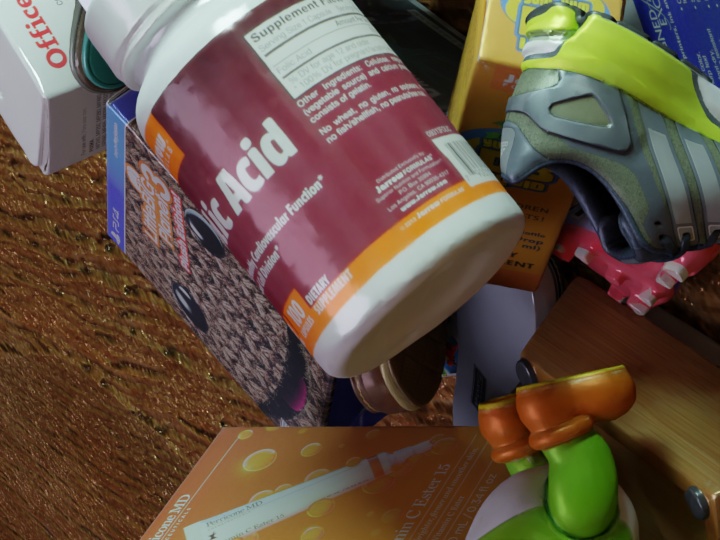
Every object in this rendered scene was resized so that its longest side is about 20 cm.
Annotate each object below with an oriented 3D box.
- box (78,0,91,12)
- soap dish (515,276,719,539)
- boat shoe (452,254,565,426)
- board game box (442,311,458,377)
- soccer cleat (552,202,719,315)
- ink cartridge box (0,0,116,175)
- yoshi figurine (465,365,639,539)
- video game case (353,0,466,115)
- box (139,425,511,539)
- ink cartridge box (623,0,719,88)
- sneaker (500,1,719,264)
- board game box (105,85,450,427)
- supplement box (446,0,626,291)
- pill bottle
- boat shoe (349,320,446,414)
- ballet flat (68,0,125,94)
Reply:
[{"bbox_3d":[-0.112,-0.230,1.233,0.096,0.200,0.177,-34,96,25],"label":"box"},{"bbox_3d":[0.162,0.112,1.212,0.200,0.081,0.158,38,146,52],"label":"soap dish"},{"bbox_3d":[0.091,0.045,1.341,0.069,0.056,0.201,55,157,28],"label":"boat shoe"},{"bbox_3d":[0.012,0.010,1.482,0.127,0.035,0.200,52,161,-10],"label":"board game box"},{"bbox_3d":[0.142,-0.028,1.152,0.067,0.077,0.200,36,174,0],"label":"soccer cleat"},{"bbox_3d":[-0.139,-0.169,1.454,0.145,0.199,0.085,56,157,22],"label":"ink cartridge box"},{"bbox_3d":[0.127,0.147,1.132,0.111,0.112,0.201,-15,84,29],"label":"yoshi figurine"},{"bbox_3d":[-0.023,-0.115,1.273,0.200,0.181,0.023,43,130,45],"label":"video game case"},{"bbox_3d":[-0.002,0.154,1.233,0.199,0.125,0.098,-3,123,32],"label":"box"},{"bbox_3d":[0.142,-0.163,1.014,0.199,0.047,0.200,69,163,-11],"label":"ink cartridge box"},{"bbox_3d":[0.143,-0.032,1.007,0.199,0.081,0.074,27,172,-8],"label":"sneaker"},{"bbox_3d":[-0.048,-0.014,1.371,0.200,0.097,0.160,47,158,18],"label":"board game box"},{"bbox_3d":[0.073,-0.066,1.128,0.200,0.066,0.069,101,180,-60],"label":"supplement box"},{"bbox_3d":[-0.029,-0.062,1.080,0.200,0.114,0.114,51,156,13],"label":"pill bottle"},{"bbox_3d":[0.000,-0.001,1.228,0.201,0.067,0.072,-95,-22,-45],"label":"boat shoe"},{"bbox_3d":[-0.121,-0.196,1.380,0.067,0.201,0.064,27,177,-39],"label":"ballet flat"}]
